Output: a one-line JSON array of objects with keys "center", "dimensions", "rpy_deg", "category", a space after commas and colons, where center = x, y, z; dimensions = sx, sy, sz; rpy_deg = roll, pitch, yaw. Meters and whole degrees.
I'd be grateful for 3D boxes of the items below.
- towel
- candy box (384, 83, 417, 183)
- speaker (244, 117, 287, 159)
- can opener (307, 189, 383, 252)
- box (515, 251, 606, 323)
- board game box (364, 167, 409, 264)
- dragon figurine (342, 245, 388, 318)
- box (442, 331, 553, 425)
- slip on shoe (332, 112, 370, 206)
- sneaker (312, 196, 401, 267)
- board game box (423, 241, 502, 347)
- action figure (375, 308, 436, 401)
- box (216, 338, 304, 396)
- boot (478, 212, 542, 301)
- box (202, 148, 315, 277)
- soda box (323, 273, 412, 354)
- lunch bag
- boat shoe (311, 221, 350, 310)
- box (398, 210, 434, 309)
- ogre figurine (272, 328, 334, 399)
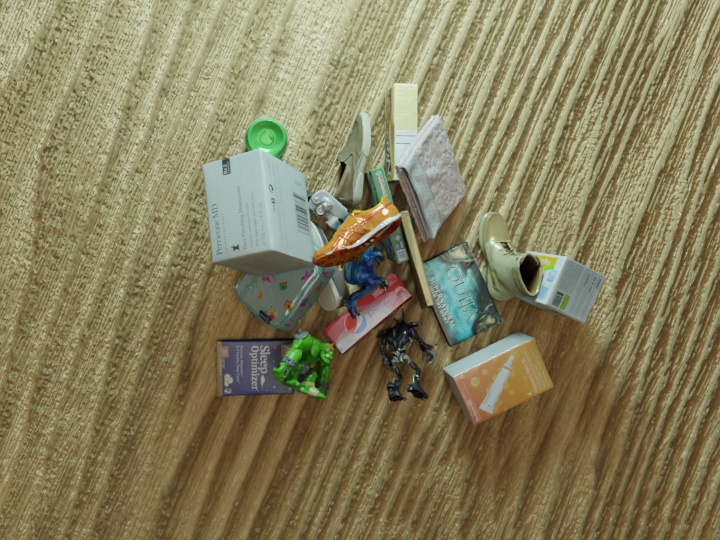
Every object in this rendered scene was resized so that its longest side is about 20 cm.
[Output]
[{"center": [0.152, -0.192, 1.614], "dimensions": [0.191, 0.032, 0.200], "rpy_deg": [-54, 134, -37], "category": "towel"}, {"center": [0.086, -0.288, 1.639], "dimensions": [0.055, 0.115, 0.200], "rpy_deg": [-1, 94, -7], "category": "candy box"}, {"center": [-0.191, -0.257, 1.560], "dimensions": [0.088, 0.200, 0.089], "rpy_deg": [0, 93, -8], "category": "speaker"}, {"center": [-0.032, -0.103, 1.667], "dimensions": [0.200, 0.066, 0.053], "rpy_deg": [41, 104, -17], "category": "can opener"}, {"center": [0.418, 0.032, 1.665], "dimensions": [0.101, 0.200, 0.113], "rpy_deg": [25, 89, -13], "category": "box"}, {"center": [0.053, -0.117, 1.638], "dimensions": [0.029, 0.135, 0.200], "rpy_deg": [-17, 97, -4], "category": "board game box"}, {"center": [0.000, 0.000, 1.619], "dimensions": [0.099, 0.059, 0.200], "rpy_deg": [-8, 92, -14], "category": "dragon figurine"}, {"center": [0.305, 0.238, 1.717], "dimensions": [0.200, 0.097, 0.124], "rpy_deg": [-25, 97, -5], "category": "box"}, {"center": [-0.021, -0.239, 1.652], "dimensions": [0.061, 0.076, 0.200], "rpy_deg": [6, 101, -14], "category": "slip on shoe"}, {"center": [-0.014, -0.073, 1.540], "dimensions": [0.200, 0.073, 0.077], "rpy_deg": [-32, 68, -11], "category": "sneaker"}, {"center": [0.219, 0.053, 1.727], "dimensions": [0.135, 0.028, 0.200], "rpy_deg": [-26, 97, -4], "category": "board game box"}, {"center": [0.096, 0.189, 1.684], "dimensions": [0.119, 0.102, 0.200], "rpy_deg": [-15, 55, 20], "category": "action figure"}, {"center": [-0.212, 0.209, 1.678], "dimensions": [0.200, 0.032, 0.121], "rpy_deg": [-1, 94, -9], "category": "box"}, {"center": [0.324, -0.037, 1.662], "dimensions": [0.073, 0.155, 0.200], "rpy_deg": [-4, 86, -18], "category": "boot"}, {"center": [-0.193, -0.105, 1.495], "dimensions": [0.131, 0.200, 0.199], "rpy_deg": [-12, 79, 19], "category": "box"}, {"center": [0.017, 0.095, 1.677], "dimensions": [0.200, 0.063, 0.070], "rpy_deg": [-40, 82, -3], "category": "soda box"}, {"center": [-0.164, 0.018, 1.614], "dimensions": [0.160, 0.077, 0.200], "rpy_deg": [39, 96, 21], "category": "lunch bag"}, {"center": [-0.076, -0.014, 1.665], "dimensions": [0.060, 0.072, 0.200], "rpy_deg": [-14, 82, -47], "category": "boat shoe"}, {"center": [0.114, -0.018, 1.617], "dimensions": [0.021, 0.163, 0.200], "rpy_deg": [-15, 85, 0], "category": "box"}, {"center": [-0.113, 0.198, 1.633], "dimensions": [0.200, 0.098, 0.120], "rpy_deg": [30, 71, -39], "category": "ogre figurine"}]
